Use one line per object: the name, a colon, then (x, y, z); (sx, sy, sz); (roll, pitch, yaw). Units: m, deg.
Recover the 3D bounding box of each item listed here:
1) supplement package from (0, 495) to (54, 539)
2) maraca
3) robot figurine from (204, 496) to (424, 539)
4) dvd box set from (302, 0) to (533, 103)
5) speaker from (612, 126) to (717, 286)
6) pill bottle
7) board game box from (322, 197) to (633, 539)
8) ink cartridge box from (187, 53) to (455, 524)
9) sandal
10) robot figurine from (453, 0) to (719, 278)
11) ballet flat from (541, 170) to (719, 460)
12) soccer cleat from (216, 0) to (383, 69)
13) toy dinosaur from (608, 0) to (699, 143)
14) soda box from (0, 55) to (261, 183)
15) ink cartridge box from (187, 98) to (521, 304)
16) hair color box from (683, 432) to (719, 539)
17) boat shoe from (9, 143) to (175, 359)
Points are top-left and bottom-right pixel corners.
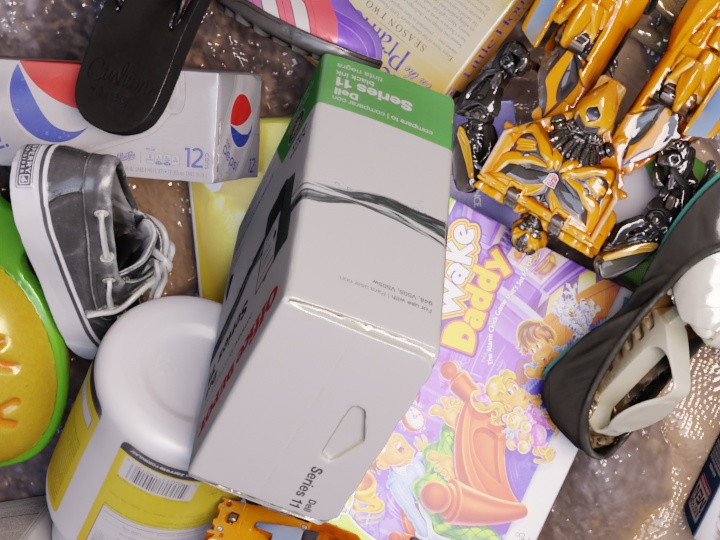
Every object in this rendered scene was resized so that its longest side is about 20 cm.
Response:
supplement package: (-0.250, 0.266, 1.007); (0.147, 0.200, 0.192); (-11, 100, 6)
maraca: (-0.238, 0.028, 0.998); (0.137, 0.107, 0.200); (7, 115, 17)
robot figurine: (0.003, 0.201, 0.928); (0.200, 0.058, 0.145); (20, 136, 4)
dvd box set: (0.040, -0.192, 0.955); (0.146, 0.029, 0.200); (41, 102, 19)
speaker: (0.211, 0.000, 0.942); (0.200, 0.088, 0.089); (39, 103, 24)
pill bottle: (-0.121, 0.112, 0.976); (0.112, 0.112, 0.200); (29, 138, -2)
board game box: (0.061, 0.077, 0.961); (0.134, 0.045, 0.200); (27, 82, -6)
ink cartridge box: (-0.018, 0.008, 0.870); (0.083, 0.200, 0.147); (20, 130, -12)
sandal: (-0.108, -0.172, 0.904); (0.075, 0.045, 0.200); (15, 82, 26)
robot figurine: (0.135, -0.097, 0.893); (0.145, 0.058, 0.200); (32, 97, 12)
ballet flat: (0.171, 0.029, 0.875); (0.068, 0.068, 0.200); (12, 131, -30)
soccer cleat: (-0.059, -0.180, 0.944); (0.200, 0.068, 0.073); (36, 101, 25)
toy dinosaur: (0.192, -0.148, 0.973); (0.101, 0.058, 0.200); (-17, 85, -15)
soda box: (-0.161, -0.091, 0.971); (0.200, 0.068, 0.064); (6, 98, 18)
ink cartridge box: (0.000, 0.000, 1.016); (0.200, 0.047, 0.198); (-4, 100, 7)
hair color box: (0.284, 0.086, 1.004); (0.100, 0.061, 0.200); (23, 103, 0)
boat shoe: (-0.143, -0.008, 0.961); (0.068, 0.074, 0.199); (1, 146, 7)
